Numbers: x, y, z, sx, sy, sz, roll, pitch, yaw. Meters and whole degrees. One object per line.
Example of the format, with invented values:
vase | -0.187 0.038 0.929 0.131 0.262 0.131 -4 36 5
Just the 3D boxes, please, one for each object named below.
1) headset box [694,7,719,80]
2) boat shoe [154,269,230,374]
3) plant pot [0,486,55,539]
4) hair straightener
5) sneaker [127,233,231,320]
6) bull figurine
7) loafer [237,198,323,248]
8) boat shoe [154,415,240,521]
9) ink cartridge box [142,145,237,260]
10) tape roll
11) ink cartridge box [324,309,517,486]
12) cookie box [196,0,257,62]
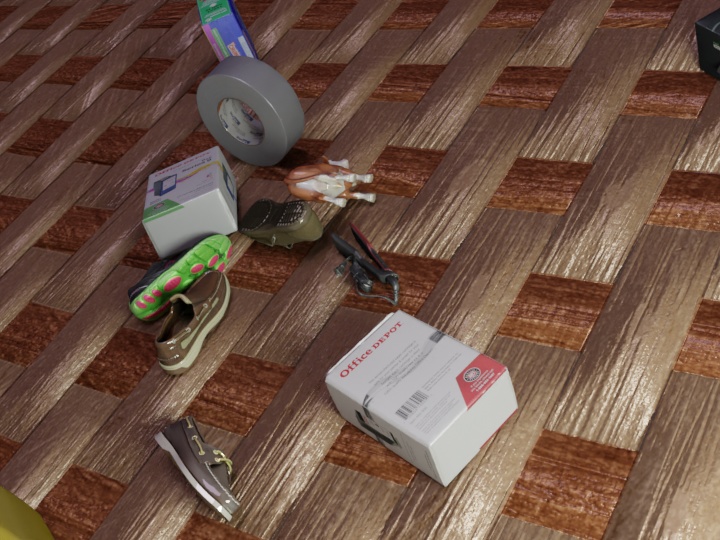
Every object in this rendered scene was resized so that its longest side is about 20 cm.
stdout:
headset box | 0.648 -0.361 1.562 0.198 0.093 0.174 -30 39 -8
boat shoe | -0.260 0.062 1.549 0.074 0.075 0.204 -5 42 22
plant pot | -0.492 0.367 1.234 0.199 0.178 0.199 -38 41 -18
hair straightener | 0.000 0.000 1.527 0.076 0.041 0.200 -30 43 -8
sneaker | -0.301 -0.003 1.644 0.199 0.077 0.084 -35 44 -16
bull figurine | -0.046 -0.145 1.646 0.120 0.066 0.200 12 17 23
loafer | -0.134 -0.071 1.649 0.199 0.067 0.076 7 59 55
boat shoe | -0.204 0.253 1.307 0.059 0.072 0.199 -39 35 -15
ink cartridge box | -0.295 -0.121 1.746 0.144 0.088 0.201 -22 27 4
tape roll | -0.200 -0.289 1.823 0.198 0.202 0.066 9 47 34
ink cartridge box | 0.075 0.155 1.265 0.147 0.083 0.199 -41 42 -22
cookie box | -0.280 -0.502 2.133 0.074 0.172 0.201 -24 38 2
